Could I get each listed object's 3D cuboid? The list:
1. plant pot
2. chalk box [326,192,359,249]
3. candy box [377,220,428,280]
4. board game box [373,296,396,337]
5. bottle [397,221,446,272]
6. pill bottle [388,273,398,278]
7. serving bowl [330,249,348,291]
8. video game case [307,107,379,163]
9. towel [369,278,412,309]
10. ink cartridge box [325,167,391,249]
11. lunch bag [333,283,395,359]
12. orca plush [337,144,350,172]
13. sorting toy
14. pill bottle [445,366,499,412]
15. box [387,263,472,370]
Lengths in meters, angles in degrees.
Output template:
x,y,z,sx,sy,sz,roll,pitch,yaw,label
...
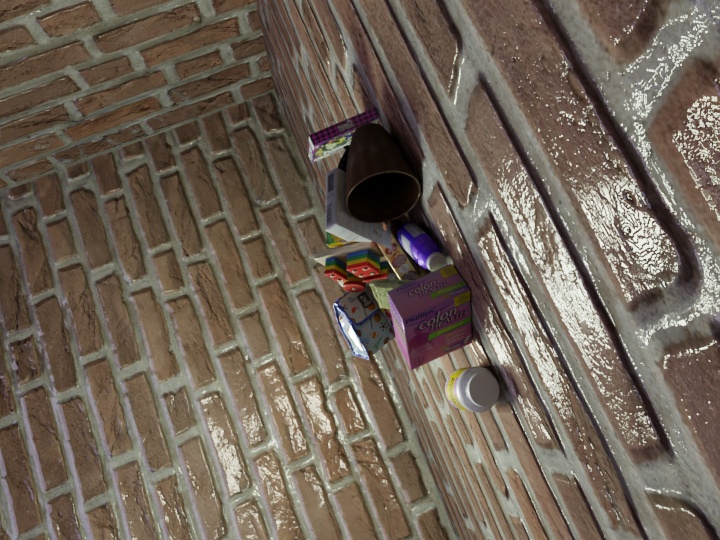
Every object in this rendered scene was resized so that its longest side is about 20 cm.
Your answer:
x,y,z,sx,sy,sz,roll,pitch,yaw,label
0.038,-0.256,1.399,0.188,0.182,0.204,80,178,-59,plant pot
-0.027,-0.158,1.615,0.124,0.121,0.205,45,-140,-68,chalk box
0.104,-0.054,1.554,0.202,0.055,0.115,58,-161,5,candy box
0.157,0.149,1.659,0.198,0.062,0.202,11,138,52,board game box
0.155,-0.055,1.420,0.084,0.064,0.200,60,178,-27,bottle
0.127,0.070,1.811,0.113,0.110,0.204,-126,17,-63,pill bottle
-0.007,-0.018,1.842,0.198,0.065,0.204,29,-135,-33,serving bowl
-0.051,-0.370,1.562,0.181,0.196,0.037,146,99,-82,video game case
0.128,0.064,1.486,0.149,0.195,0.037,67,-151,-60,towel
-0.005,-0.148,1.452,0.198,0.056,0.166,26,-127,-44,ink cartridge box
0.020,0.142,1.754,0.123,0.169,0.203,0,120,58,lunch bag
-0.032,-0.237,1.504,0.071,0.103,0.205,-7,-71,-69,orca plush
0.000,0.000,1.622,0.198,0.196,0.071,32,-126,-50,sorting toy
0.272,0.286,1.366,0.200,0.102,0.106,105,142,-78,pill bottle
0.170,0.115,1.360,0.203,0.172,0.097,76,169,-44,box
